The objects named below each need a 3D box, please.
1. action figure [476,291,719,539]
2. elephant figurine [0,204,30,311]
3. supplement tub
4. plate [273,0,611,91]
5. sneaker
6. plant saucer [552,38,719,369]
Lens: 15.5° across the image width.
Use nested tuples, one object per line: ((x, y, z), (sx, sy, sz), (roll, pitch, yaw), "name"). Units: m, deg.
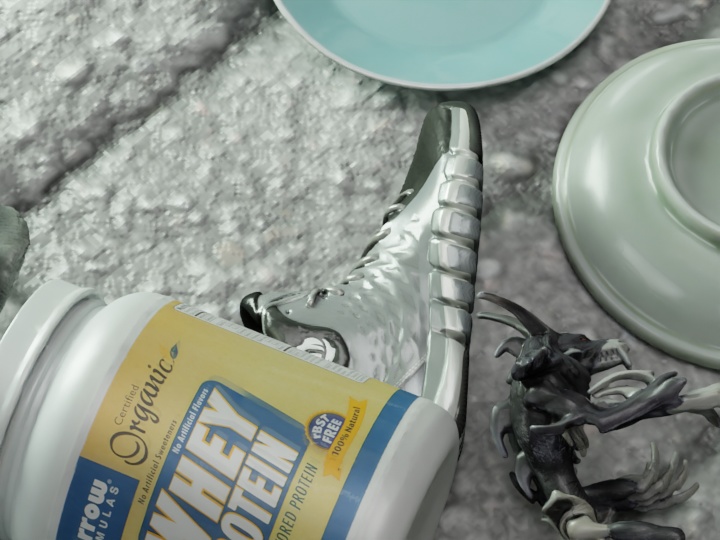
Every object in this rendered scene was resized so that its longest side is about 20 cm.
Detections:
((0.121, 0.095, 1.226), (0.101, 0.119, 0.201), (-17, 74, -11), "action figure")
((-0.232, -0.014, 1.251), (0.154, 0.142, 0.201), (7, 63, 7), "elephant figurine")
((-0.069, 0.096, 1.195), (0.199, 0.145, 0.145), (21, 60, 9), "supplement tub")
((0.042, -0.174, 1.431), (0.199, 0.026, 0.201), (1, 59, -2), "plate")
((0.000, 0.000, 1.299), (0.115, 0.075, 0.201), (4, 60, 2), "sneaker")
((0.198, -0.046, 1.350), (0.199, 0.050, 0.201), (1, 59, -2), "plant saucer")
